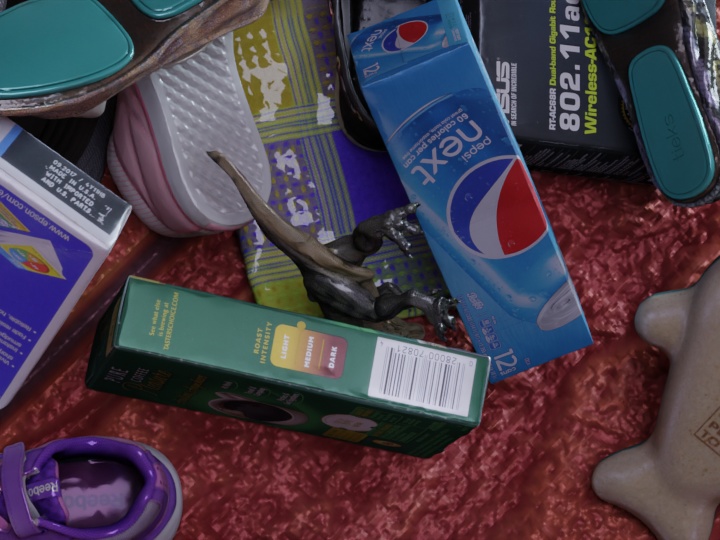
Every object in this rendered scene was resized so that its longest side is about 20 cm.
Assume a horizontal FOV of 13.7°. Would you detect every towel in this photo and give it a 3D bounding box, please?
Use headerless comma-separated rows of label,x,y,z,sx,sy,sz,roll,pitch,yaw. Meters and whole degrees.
towel,-0.010,-0.068,1.680,0.143,0.023,0.200,-9,79,-15

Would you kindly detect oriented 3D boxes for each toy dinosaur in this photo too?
toy dinosaur,0.000,0.000,1.578,0.088,0.200,0.048,0,57,32

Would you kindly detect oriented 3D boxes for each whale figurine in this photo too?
whale figurine,0.217,0.065,1.652,0.159,0.104,0.200,38,112,-1

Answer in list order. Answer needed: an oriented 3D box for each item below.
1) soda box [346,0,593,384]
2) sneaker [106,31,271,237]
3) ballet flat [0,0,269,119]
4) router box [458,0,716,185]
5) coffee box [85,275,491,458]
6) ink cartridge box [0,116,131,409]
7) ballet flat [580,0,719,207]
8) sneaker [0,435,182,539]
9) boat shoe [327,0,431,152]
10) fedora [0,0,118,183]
soda box,0.060,-0.042,1.601,0.064,0.068,0.200,-22,120,5
sneaker,-0.108,-0.111,1.621,0.075,0.105,0.201,-10,84,-25
ballet flat,-0.123,-0.115,1.522,0.200,0.067,0.068,-26,64,-23
router box,0.124,-0.154,1.697,0.150,0.062,0.200,5,76,-20
coffee box,-0.041,0.053,1.593,0.200,0.123,0.044,12,76,-8
ink cartridge box,-0.239,-0.022,1.547,0.198,0.200,0.043,35,44,-3
ballet flat,0.167,-0.132,1.647,0.072,0.072,0.201,-16,84,-15
sneaker,-0.187,0.124,1.562,0.200,0.088,0.081,-10,80,-13
boat shoe,0.016,-0.167,1.649,0.074,0.063,0.202,-1,86,-11
fedora,-0.196,-0.124,1.600,0.090,0.177,0.200,5,92,20
